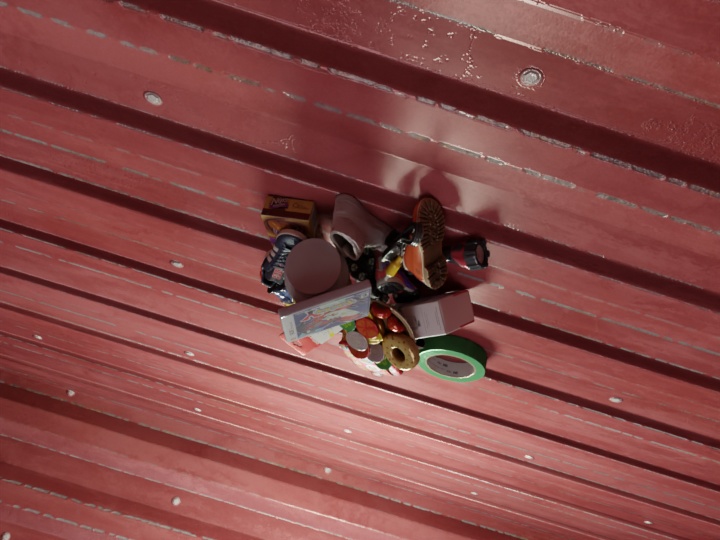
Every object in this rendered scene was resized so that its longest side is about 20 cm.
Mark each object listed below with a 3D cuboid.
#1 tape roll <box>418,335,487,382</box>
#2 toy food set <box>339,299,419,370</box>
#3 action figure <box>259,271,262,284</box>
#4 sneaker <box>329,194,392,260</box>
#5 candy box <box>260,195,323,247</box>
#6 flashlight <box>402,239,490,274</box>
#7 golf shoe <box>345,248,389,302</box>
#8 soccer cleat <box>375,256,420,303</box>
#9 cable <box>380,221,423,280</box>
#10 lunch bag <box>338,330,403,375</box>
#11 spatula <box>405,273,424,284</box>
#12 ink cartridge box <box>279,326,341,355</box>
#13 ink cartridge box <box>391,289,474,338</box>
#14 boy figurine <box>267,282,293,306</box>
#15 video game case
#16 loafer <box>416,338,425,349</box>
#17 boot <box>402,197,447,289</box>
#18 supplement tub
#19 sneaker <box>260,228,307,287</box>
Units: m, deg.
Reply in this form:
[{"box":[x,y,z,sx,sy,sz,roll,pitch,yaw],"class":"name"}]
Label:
[{"box":[0.257,0.250,1.967,0.195,0.049,0.202,11,150,7],"class":"tape roll"},{"box":[0.039,0.153,1.641,0.194,0.049,0.203,-8,121,37],"class":"toy food set"},{"box":[-0.150,-0.004,1.721,0.194,0.066,0.053,-5,106,8],"class":"action figure"},{"box":[0.006,-0.061,1.506,0.073,0.118,0.199,-18,137,42],"class":"sneaker"},{"box":[-0.149,-0.083,1.602,0.114,0.058,0.201,8,151,12],"class":"candy box"},{"box":[0.186,-0.024,1.533,0.197,0.070,0.067,-11,178,42],"class":"flashlight"},{"box":[0.000,0.000,1.648,0.087,0.078,0.201,13,146,51],"class":"golf shoe"},{"box":[0.088,0.025,1.621,0.067,0.075,0.199,-18,159,20],"class":"soccer cleat"},{"box":[0.094,-0.058,1.437,0.049,0.099,0.200,21,151,-16],"class":"cable"},{"box":[0.048,0.229,1.982,0.173,0.084,0.200,5,153,32],"class":"lunch bag"},{"box":[0.104,0.015,1.674,0.197,0.021,0.057,-7,138,40],"class":"spatula"},{"box":[-0.111,0.123,1.820,0.198,0.068,0.116,-35,130,15],"class":"ink cartridge box"},{"box":[0.154,0.111,1.684,0.197,0.085,0.145,-14,-179,40],"class":"ink cartridge box"},{"box":[-0.156,0.084,1.875,0.122,0.066,0.199,-14,140,40],"class":"boy figurine"},{"box":[-0.073,0.090,1.477,0.195,0.023,0.183,-19,160,-8],"class":"video game case"},{"box":[0.120,0.159,1.869,0.069,0.075,0.200,-6,154,26],"class":"loafer"},{"box":[0.122,-0.067,1.465,0.107,0.074,0.204,31,137,45],"class":"boot"},{"box":[-0.092,0.025,1.538,0.141,0.148,0.201,11,161,8],"class":"supplement tub"},{"box":[-0.177,-0.021,1.577,0.074,0.086,0.200,23,150,-13],"class":"sneaker"}]
